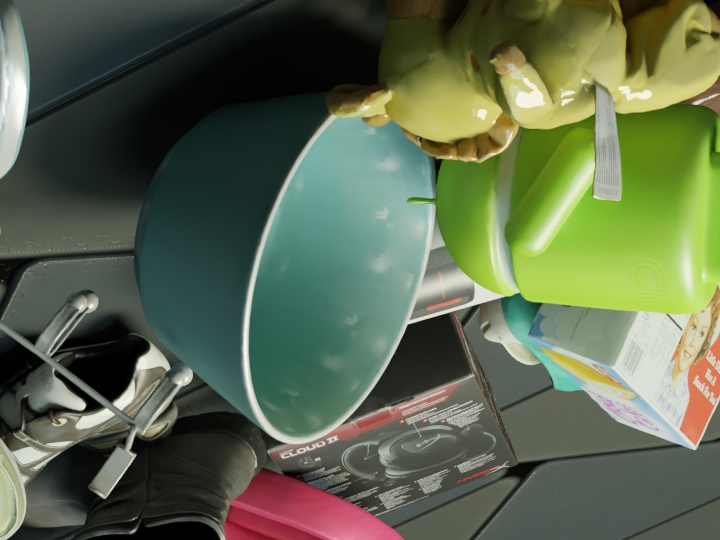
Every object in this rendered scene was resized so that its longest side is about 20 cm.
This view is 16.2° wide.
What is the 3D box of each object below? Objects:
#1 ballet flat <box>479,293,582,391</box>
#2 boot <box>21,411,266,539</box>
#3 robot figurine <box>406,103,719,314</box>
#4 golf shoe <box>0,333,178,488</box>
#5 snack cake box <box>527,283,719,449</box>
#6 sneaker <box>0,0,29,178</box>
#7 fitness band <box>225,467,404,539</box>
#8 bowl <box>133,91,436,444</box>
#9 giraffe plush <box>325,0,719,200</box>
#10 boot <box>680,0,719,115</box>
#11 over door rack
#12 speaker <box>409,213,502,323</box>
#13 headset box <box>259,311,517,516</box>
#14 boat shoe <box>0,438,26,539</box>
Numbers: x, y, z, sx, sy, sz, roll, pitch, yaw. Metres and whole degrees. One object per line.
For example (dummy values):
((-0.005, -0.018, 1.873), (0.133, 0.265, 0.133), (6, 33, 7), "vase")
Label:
((0.120, 0.037, 1.712), (0.070, 0.067, 0.200), (-13, 154, 19), "ballet flat")
((-0.166, 0.151, 1.627), (0.200, 0.132, 0.070), (-15, 112, 24), "boot")
((0.132, -0.037, 1.400), (0.200, 0.116, 0.175), (5, -170, 19), "robot figurine")
((-0.213, 0.090, 1.587), (0.200, 0.078, 0.095), (-24, 151, -14), "golf shoe")
((0.193, 0.033, 1.684), (0.115, 0.067, 0.200), (-65, 151, -9), "snack cake box")
((-0.249, -0.067, 1.262), (0.130, 0.080, 0.200), (-3, 148, -31), "sneaker")
((-0.063, 0.169, 1.749), (0.200, 0.037, 0.144), (16, 159, 19), "fitness band")
((-0.052, -0.014, 1.400), (0.105, 0.201, 0.201), (16, 166, 26), "bowl")
((0.077, -0.122, 1.304), (0.173, 0.200, 0.162), (28, 156, -37), "giraffe plush")
((0.185, -0.085, 1.530), (0.200, 0.064, 0.186), (-25, 151, 2), "boot")
((-0.175, 0.045, 1.431), (0.067, 0.148, 0.200), (-53, -179, -21), "over door rack")
((0.000, 0.000, 1.546), (0.200, 0.081, 0.081), (-15, 153, -7), "speaker")
((0.013, 0.095, 1.731), (0.149, 0.077, 0.200), (-21, 152, 4), "headset box")
((-0.249, 0.109, 1.483), (0.072, 0.062, 0.200), (-43, 138, -10), "boat shoe")
